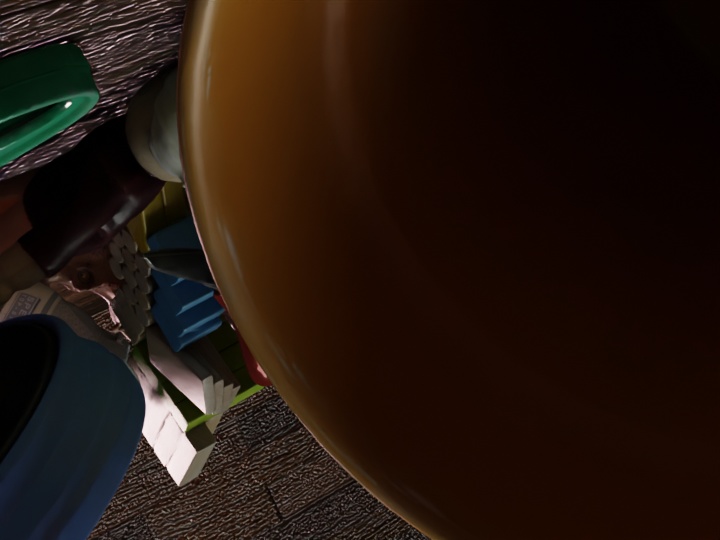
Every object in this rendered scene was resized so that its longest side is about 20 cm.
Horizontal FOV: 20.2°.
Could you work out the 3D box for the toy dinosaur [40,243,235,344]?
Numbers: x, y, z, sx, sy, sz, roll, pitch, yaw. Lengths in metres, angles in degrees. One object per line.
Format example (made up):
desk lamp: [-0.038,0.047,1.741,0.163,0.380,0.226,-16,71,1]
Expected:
toy dinosaur: [-0.057,-0.002,0.995,0.086,0.199,0.136,75,38,-66]

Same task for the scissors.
scissors: [-0.059,-0.006,0.839,0.014,0.074,0.200,-1,163,14]

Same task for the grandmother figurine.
grandmother figurine: [-0.114,-0.026,0.774,0.199,0.061,0.122,-28,-154,31]

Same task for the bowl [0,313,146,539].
bowl: [-0.165,0.093,0.720,0.200,0.039,0.201,-35,-158,16]

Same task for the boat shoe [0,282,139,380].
boat shoe: [-0.135,0.060,0.920,0.070,0.071,0.201,-60,180,-15]

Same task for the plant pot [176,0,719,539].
plant pot: [0.088,-0.053,0.458,0.200,0.201,0.183,-25,-163,38]

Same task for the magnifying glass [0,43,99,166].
magnifying glass: [-0.141,-0.028,0.642,0.079,0.023,0.200,-26,-179,-31]

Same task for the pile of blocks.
pile of blocks: [-0.070,0.009,0.910,0.062,0.082,0.201,-29,140,-27]

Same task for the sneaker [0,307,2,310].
sneaker: [-0.239,0.045,0.981,0.115,0.079,0.200,-26,179,7]
